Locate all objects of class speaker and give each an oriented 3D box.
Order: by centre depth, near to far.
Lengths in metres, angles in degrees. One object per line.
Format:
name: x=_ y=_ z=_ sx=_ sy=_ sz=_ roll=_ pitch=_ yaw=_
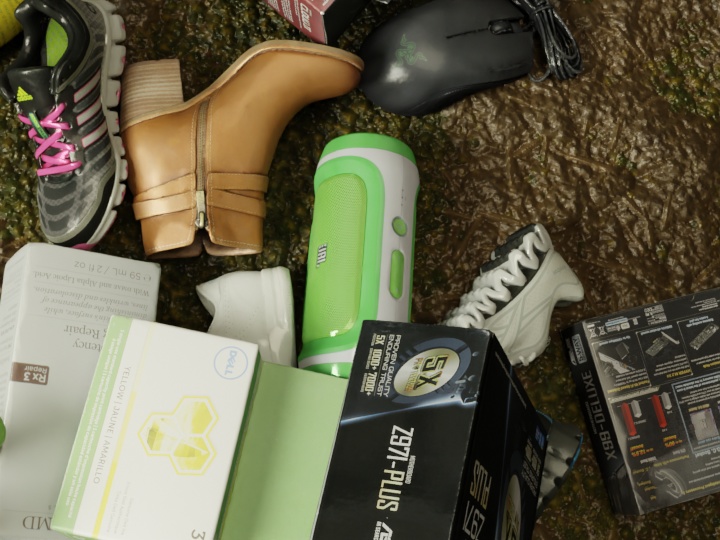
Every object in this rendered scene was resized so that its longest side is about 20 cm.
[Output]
speaker: x=0.000 y=0.000 z=0.819 sx=0.088 sy=0.088 sz=0.200 roll=8 pitch=68 yaw=-10

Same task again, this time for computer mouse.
computer mouse: x=0.089 y=-0.200 z=0.911 sx=0.200 sy=0.053 sz=0.139 roll=-26 pitch=84 yaw=-17

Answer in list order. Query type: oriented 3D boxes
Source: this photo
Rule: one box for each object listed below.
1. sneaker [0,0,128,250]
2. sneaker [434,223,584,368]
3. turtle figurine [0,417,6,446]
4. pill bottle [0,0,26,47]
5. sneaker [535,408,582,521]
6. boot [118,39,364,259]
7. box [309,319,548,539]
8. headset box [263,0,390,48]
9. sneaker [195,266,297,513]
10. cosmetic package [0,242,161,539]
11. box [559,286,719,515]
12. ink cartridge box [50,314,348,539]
sneaker: x=-0.224 y=-0.114 z=0.790 sx=0.074 sy=0.087 sz=0.200 roll=-4 pitch=81 yaw=30
sneaker: x=0.102 y=0.054 z=0.846 sx=0.081 sy=0.075 sz=0.200 roll=46 pitch=72 yaw=-8
turtle figurine: x=-0.321 y=0.144 z=0.662 sx=0.200 sy=0.194 sz=0.144 roll=54 pitch=33 yaw=-3
pill bottle: x=-0.278 y=-0.237 z=0.812 sx=0.111 sy=0.111 sz=0.200 roll=46 pitch=73 yaw=2
sneaker: x=0.093 y=0.193 z=0.817 sx=0.082 sy=0.073 sz=0.200 roll=26 pitch=66 yaw=12
boot: x=-0.086 y=-0.092 z=0.834 sx=0.200 sy=0.077 sz=0.156 roll=-7 pitch=77 yaw=-12
box: x=0.052 y=0.146 z=0.695 sx=0.086 sy=0.200 sz=0.164 roll=4 pitch=64 yaw=23
headset box: x=-0.039 y=-0.282 z=0.833 sx=0.200 sy=0.075 sz=0.149 roll=40 pitch=83 yaw=8
sneaker: x=-0.089 y=0.093 z=0.791 sx=0.088 sy=0.075 sz=0.200 roll=-4 pitch=58 yaw=-1
cosmetic package: x=-0.206 y=0.090 z=0.756 sx=0.101 sy=0.074 sz=0.200 roll=10 pitch=73 yaw=-29
box: x=0.282 y=0.098 z=0.881 sx=0.200 sy=0.050 sz=0.158 roll=-13 pitch=80 yaw=-14
ink cartridge box: x=-0.082 y=0.121 z=0.705 sx=0.200 sy=0.048 sz=0.146 roll=11 pitch=71 yaw=4
